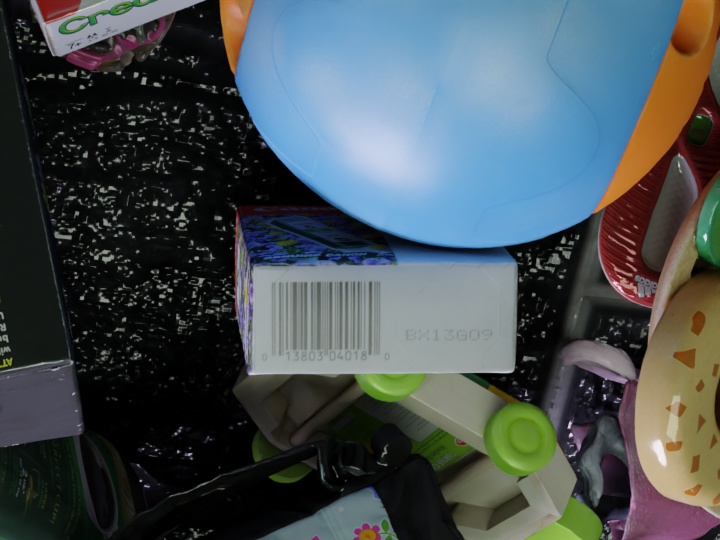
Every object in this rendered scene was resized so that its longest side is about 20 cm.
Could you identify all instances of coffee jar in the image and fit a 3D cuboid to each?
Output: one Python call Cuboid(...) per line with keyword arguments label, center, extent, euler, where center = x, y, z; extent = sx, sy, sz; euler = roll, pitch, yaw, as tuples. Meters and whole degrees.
Cuboid(label="coffee jar", center=(-0.164, 0.104, 1.180), extent=(0.085, 0.105, 0.200), euler=(-20, 151, 11))

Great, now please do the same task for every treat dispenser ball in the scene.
Cuboid(label="treat dispenser ball", center=(0.043, -0.110, 1.036), extent=(0.200, 0.201, 0.202), euler=(-2, 124, -4))

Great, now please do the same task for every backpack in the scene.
Cuboid(label="backpack", center=(-0.051, 0.172, 1.159), extent=(0.199, 0.127, 0.167), euler=(-23, 155, -16))

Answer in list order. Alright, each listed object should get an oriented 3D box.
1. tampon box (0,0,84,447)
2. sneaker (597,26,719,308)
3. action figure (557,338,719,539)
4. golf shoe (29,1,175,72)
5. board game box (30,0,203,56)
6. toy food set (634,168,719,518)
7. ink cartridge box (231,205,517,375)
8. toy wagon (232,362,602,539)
Cuboid(label="tampon box", center=(-0.188, -0.032, 1.025), extent=(0.126, 0.201, 0.150), euler=(-11, 167, -6))
Cuboid(label="sneaker", center=(0.151, -0.079, 1.154), extent=(0.078, 0.116, 0.201), euler=(28, 87, -3))
Cuboid(label="action figure", center=(0.199, 0.088, 1.265), extent=(0.199, 0.134, 0.150), euler=(-12, 89, -4))
Cuboid(label="golf shoe", center=(-0.080, -0.182, 1.043), extent=(0.072, 0.092, 0.200), euler=(23, 124, -10))
Cuboid(label="board game box", center=(-0.041, -0.171, 0.934), extent=(0.199, 0.127, 0.035), euler=(-22, 163, -6))
Cuboid(label="toy food set", center=(0.198, 0.017, 1.107), extent=(0.200, 0.049, 0.199), euler=(24, 90, -41))
Cuboid(label="ink cartridge box", center=(0.000, 0.000, 1.125), extent=(0.108, 0.200, 0.051), euler=(0, 102, -6))
Cuboid(label="toy wagon", center=(0.038, 0.089, 1.211), extent=(0.199, 0.040, 0.155), euler=(30, 153, -10))
